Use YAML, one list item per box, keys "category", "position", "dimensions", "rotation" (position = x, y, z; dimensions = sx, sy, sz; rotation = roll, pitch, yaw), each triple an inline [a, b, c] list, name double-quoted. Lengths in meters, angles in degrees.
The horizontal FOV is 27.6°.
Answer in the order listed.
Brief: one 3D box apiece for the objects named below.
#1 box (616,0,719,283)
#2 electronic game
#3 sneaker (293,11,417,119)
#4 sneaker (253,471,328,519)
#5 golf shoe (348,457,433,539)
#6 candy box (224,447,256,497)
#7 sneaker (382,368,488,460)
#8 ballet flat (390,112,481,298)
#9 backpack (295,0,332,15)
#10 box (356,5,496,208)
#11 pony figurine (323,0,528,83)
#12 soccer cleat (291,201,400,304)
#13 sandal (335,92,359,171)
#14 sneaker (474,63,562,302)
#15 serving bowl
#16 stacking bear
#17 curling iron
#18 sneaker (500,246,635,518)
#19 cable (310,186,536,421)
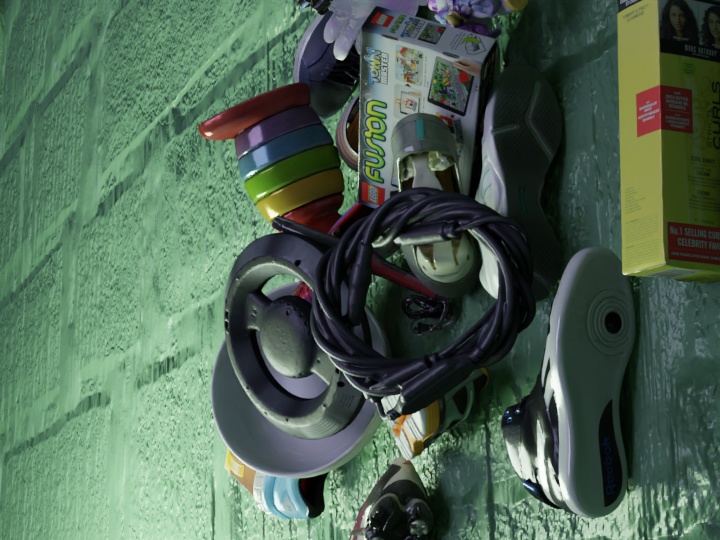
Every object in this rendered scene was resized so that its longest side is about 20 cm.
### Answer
- category: "box"
  position: [0.221, -0.095, 1.017]
  dimensions: [0.050, 0.075, 0.201]
  rotation: [-18, 68, 62]
- category: "electronic game"
  position: [-0.062, 0.063, 1.395]
  dimensions: [0.199, 0.041, 0.201]
  rotation: [14, 110, 43]
- category: "sneaker"
  position: [-0.005, -0.220, 1.513]
  dimensions: [0.146, 0.077, 0.203]
  rotation: [-114, 39, -50]
- category: "sneaker"
  position: [-0.047, 0.168, 1.551]
  dimensions: [0.090, 0.078, 0.201]
  rotation: [11, 94, 42]
- category: "golf shoe"
  position: [0.019, 0.270, 1.387]
  dimensions: [0.088, 0.077, 0.201]
  rotation: [-87, 19, -59]
- category: "candy box"
  position: [-0.096, 0.148, 1.653]
  dimensions: [0.117, 0.056, 0.201]
  rotation: [26, 109, 62]
- category: "sneaker"
  position: [0.062, 0.117, 1.313]
  dimensions: [0.079, 0.077, 0.200]
  rotation: [61, 167, 3]
- category: "ballet flat"
  position: [0.063, -0.039, 1.255]
  dimensions: [0.064, 0.067, 0.201]
  rotation: [-95, -8, -52]
- category: "backpack"
  position: [-0.014, -0.367, 1.417]
  dimensions: [0.182, 0.147, 0.200]
  rotation: [-29, 21, 16]
- category: "box"
  position: [0.054, -0.124, 1.263]
  dimensions: [0.201, 0.110, 0.035]
  rotation: [92, -158, -47]
- category: "pony figurine"
  position: [0.089, -0.239, 1.271]
  dimensions: [0.194, 0.166, 0.200]
  rotation: [-57, 15, -19]
- category: "soccer cleat"
  position: [-0.025, -0.002, 1.426]
  dimensions: [0.200, 0.073, 0.068]
  rotation: [-50, 60, 8]
- category: "sandal"
  position: [0.016, -0.150, 1.474]
  dimensions: [0.206, 0.059, 0.080]
  rotation: [-11, 74, 64]
- category: "sneaker"
  position: [0.121, -0.072, 1.227]
  dimensions: [0.080, 0.070, 0.202]
  rotation: [168, 105, -66]
- category: "serving bowl"
  position: [-0.050, 0.115, 1.480]
  dimensions: [0.199, 0.066, 0.201]
  rotation: [-9, 68, 23]
- category: "stacking bear"
  position: [-0.067, -0.084, 1.539]
  dimensions: [0.113, 0.121, 0.201]
  rotation: [-24, 88, 25]
- category: "curling iron"
  position: [0.000, 0.000, 1.369]
  dimensions: [0.199, 0.026, 0.050]
  rotation: [31, 104, 15]
- category: "sneaker"
  position: [0.149, 0.084, 1.127]
  dimensions: [0.112, 0.073, 0.201]
  rotation: [-4, 82, 63]
- category: "cable"
  position: [0.052, 0.015, 1.193]
  dimensions: [0.200, 0.051, 0.164]
  rotation: [-40, 68, 22]
